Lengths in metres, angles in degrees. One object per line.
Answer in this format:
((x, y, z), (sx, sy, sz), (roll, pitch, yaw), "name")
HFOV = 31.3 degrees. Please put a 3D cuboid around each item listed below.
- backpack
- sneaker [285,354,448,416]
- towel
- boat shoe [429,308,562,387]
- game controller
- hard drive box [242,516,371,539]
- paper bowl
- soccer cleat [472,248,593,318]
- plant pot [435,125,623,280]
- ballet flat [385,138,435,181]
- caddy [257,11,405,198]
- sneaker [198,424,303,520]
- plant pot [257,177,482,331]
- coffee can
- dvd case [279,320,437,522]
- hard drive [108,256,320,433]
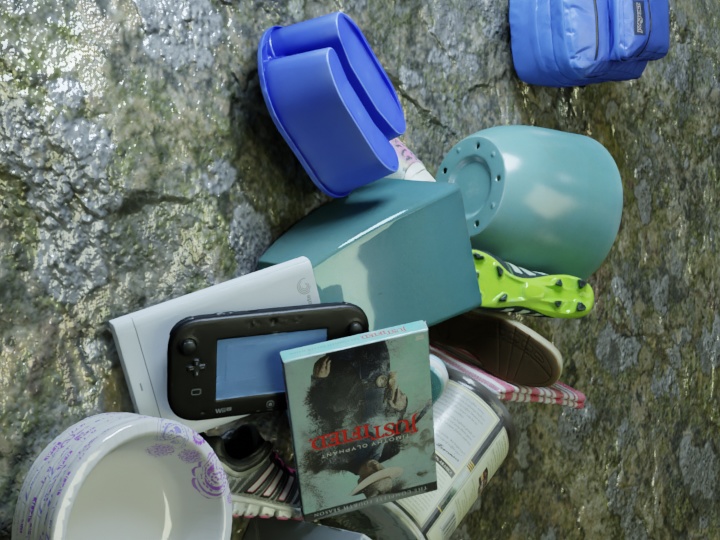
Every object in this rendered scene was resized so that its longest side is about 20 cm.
((0.292, -0.324, 1.666), (0.200, 0.168, 0.163), (-9, 93, -45), "backpack")
((0.021, 0.100, 1.364), (0.080, 0.200, 0.131), (61, 37, -18), "sneaker")
((0.167, 0.131, 1.567), (0.200, 0.146, 0.030), (11, 101, -49), "towel")
((0.158, 0.075, 1.512), (0.065, 0.200, 0.072), (-18, 123, -50), "boat shoe")
((-0.087, 0.086, 1.224), (0.200, 0.042, 0.104), (-5, 104, -21), "game controller")
((-0.014, 0.338, 1.360), (0.200, 0.156, 0.077), (45, 59, -42), "hard drive box")
((-0.220, 0.227, 1.150), (0.201, 0.104, 0.201), (-3, 94, -46), "paper bowl")
((0.169, 0.023, 1.484), (0.200, 0.081, 0.068), (13, 76, -7), "soccer cleat")
((0.185, -0.084, 1.541), (0.161, 0.200, 0.201), (13, 82, -38), "plant pot")
((0.066, -0.060, 1.490), (0.069, 0.071, 0.200), (-23, 110, -47), "ballet flat")
((-0.036, -0.170, 1.343), (0.200, 0.105, 0.141), (56, 31, -35), "caddy")
((-0.102, 0.202, 1.310), (0.200, 0.074, 0.088), (11, 90, -44), "sneaker")
((0.000, 0.000, 1.374), (0.200, 0.141, 0.141), (-24, 111, -34), "plant pot")
((0.064, 0.226, 1.449), (0.200, 0.146, 0.146), (-47, 126, -36), "coffee can")
((0.002, 0.150, 1.262), (0.146, 0.022, 0.200), (-11, 122, -12), "dvd case")
((-0.128, 0.079, 1.242), (0.200, 0.027, 0.132), (-19, 108, -19), "hard drive")
